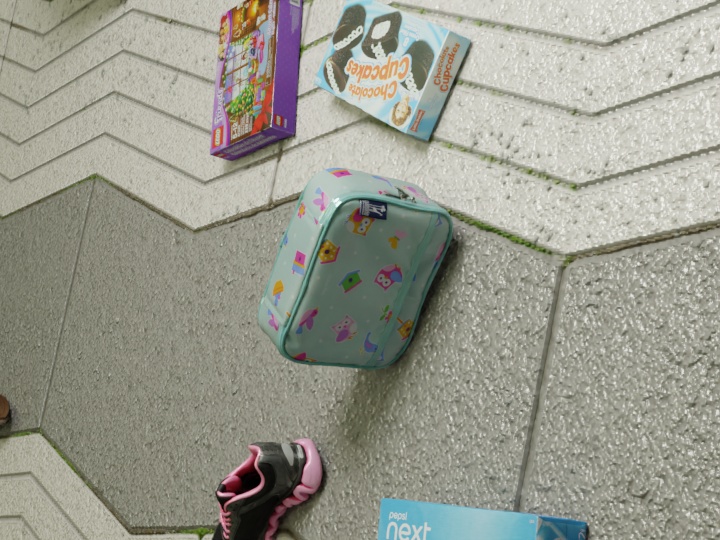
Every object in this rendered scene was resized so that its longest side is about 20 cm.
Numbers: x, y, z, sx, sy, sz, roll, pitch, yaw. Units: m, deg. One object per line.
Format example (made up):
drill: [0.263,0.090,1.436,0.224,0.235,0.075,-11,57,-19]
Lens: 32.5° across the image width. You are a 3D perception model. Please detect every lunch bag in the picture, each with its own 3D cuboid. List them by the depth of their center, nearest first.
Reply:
lunch bag: [0.000,0.000,1.226,0.077,0.160,0.200,50,123,52]

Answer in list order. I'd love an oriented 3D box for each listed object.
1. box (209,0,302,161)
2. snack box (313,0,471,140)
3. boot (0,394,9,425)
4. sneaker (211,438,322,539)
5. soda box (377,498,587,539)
box: [-0.133,-0.251,1.567,0.137,0.039,0.200,-16,66,49]
snack box: [0.030,-0.228,1.356,0.200,0.037,0.116,36,107,50]
boot: [-0.632,0.266,2.011,0.200,0.070,0.146,28,107,53]
sneaker: [-0.127,0.254,1.351,0.200,0.095,0.079,-56,43,25]
soda box: [0.102,0.244,1.091,0.200,0.064,0.068,-6,73,51]
